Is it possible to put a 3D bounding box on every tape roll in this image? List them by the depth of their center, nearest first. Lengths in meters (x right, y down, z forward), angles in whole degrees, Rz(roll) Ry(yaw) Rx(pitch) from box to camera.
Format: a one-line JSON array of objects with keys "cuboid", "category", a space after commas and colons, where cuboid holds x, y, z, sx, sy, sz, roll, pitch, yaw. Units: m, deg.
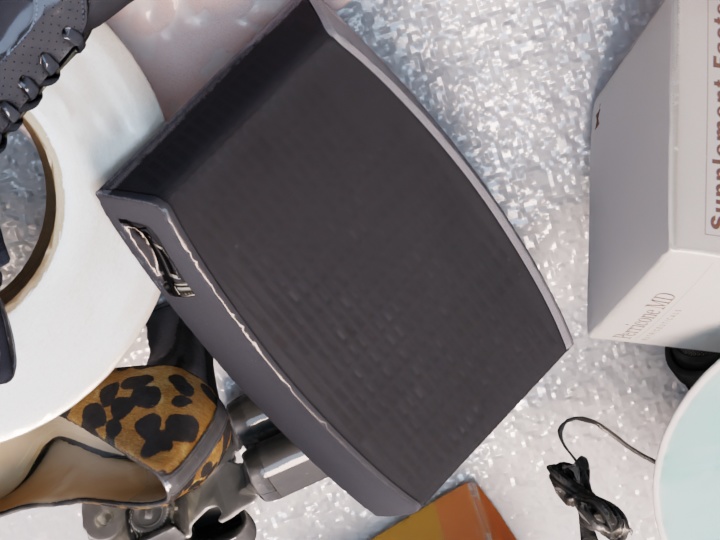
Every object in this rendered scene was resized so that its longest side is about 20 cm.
[{"cuboid": [-0.173, -0.028, 0.804, 0.201, 0.037, 0.204, -2, 98, -15], "category": "tape roll"}]

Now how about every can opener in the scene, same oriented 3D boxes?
[{"cuboid": [-0.034, 0.085, 0.938, 0.199, 0.054, 0.067, -24, 144, 4], "category": "can opener"}]

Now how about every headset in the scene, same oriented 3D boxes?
[{"cuboid": [0.181, 0.067, 0.919, 0.199, 0.094, 0.124, -18, 112, -7], "category": "headset"}]

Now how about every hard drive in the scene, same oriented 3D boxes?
[{"cuboid": [0.000, 0.000, 0.835, 0.135, 0.042, 0.200, -45, 119, -11], "category": "hard drive"}]

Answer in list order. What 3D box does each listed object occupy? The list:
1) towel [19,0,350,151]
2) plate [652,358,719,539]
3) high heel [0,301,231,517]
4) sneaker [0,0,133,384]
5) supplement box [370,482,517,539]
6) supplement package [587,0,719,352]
[{"cuboid": [-0.100, -0.155, 0.818, 0.199, 0.032, 0.191, -31, 113, 19], "category": "towel"}, {"cuboid": [0.222, 0.093, 0.847, 0.199, 0.026, 0.201, 8, 123, 12], "category": "plate"}, {"cuboid": [-0.149, 0.086, 0.866, 0.199, 0.143, 0.072, -27, 113, 5], "category": "high heel"}, {"cuboid": [-0.130, -0.040, 0.748, 0.201, 0.077, 0.147, -26, 91, -1], "category": "sneaker"}, {"cuboid": [-0.010, 0.186, 0.963, 0.199, 0.067, 0.069, -30, 115, 7], "category": "supplement box"}, {"cuboid": [0.205, -0.031, 0.847, 0.199, 0.117, 0.118, 7, 71, -8], "category": "supplement package"}]
